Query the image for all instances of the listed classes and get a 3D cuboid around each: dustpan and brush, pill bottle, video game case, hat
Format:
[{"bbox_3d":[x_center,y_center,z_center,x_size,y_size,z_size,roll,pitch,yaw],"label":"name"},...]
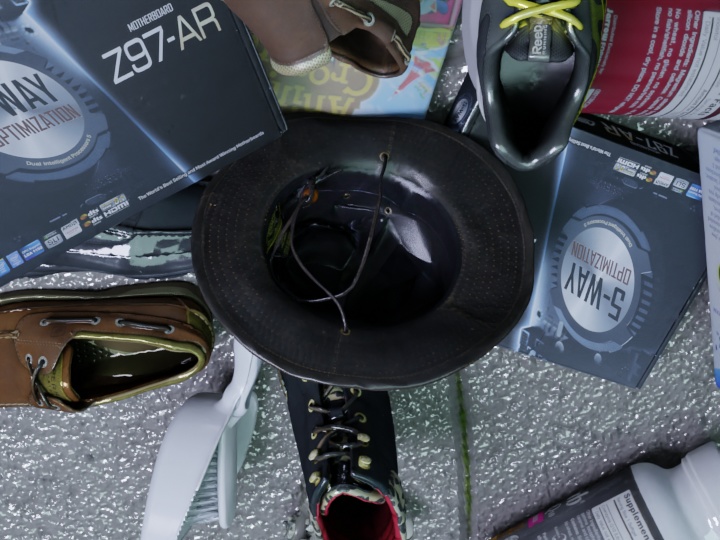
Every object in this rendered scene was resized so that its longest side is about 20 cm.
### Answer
[{"bbox_3d":[-0.092,0.105,0.859,0.057,0.140,0.201,11,115,13],"label":"dustpan and brush"},{"bbox_3d":[0.192,0.212,0.962,0.199,0.117,0.117,-30,118,10],"label":"pill bottle"},{"bbox_3d":[-0.044,-0.151,0.783,0.199,0.022,0.183,12,118,-13],"label":"video game case"},{"bbox_3d":[0.167,-0.144,0.753,0.199,0.113,0.113,1,120,-17],"label":"pill bottle"},{"bbox_3d":[0.000,0.000,0.787,0.199,0.201,0.081,0,150,-6],"label":"hat"}]

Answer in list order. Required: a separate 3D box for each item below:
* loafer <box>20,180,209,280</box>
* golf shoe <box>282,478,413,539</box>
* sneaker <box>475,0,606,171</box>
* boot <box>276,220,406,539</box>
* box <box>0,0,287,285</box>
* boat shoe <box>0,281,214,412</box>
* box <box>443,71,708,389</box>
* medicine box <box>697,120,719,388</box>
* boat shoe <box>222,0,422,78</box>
[{"bbox_3d":[-0.158,-0.036,0.808,0.199,0.068,0.071,-2,128,-1],"label":"loafer"},{"bbox_3d":[-0.028,0.247,0.984,0.097,0.078,0.201,17,118,-22],"label":"golf shoe"},{"bbox_3d":[0.091,-0.139,0.621,0.074,0.085,0.201,0,120,5],"label":"sneaker"},{"bbox_3d":[-0.016,0.077,0.839,0.073,0.154,0.204,-15,119,2],"label":"boot"},{"bbox_3d":[-0.157,-0.100,0.712,0.199,0.044,0.161,-29,130,-9],"label":"box"},{"bbox_3d":[-0.194,0.054,0.856,0.199,0.068,0.072,-14,120,2],"label":"boat shoe"},{"bbox_3d":[0.129,-0.022,0.863,0.199,0.044,0.161,18,115,-16],"label":"box"},{"bbox_3d":[0.320,-0.017,0.826,0.181,0.103,0.201,-22,121,-15],"label":"medicine box"},{"bbox_3d":[-0.029,-0.138,0.673,0.074,0.202,0.075,1,89,37],"label":"boat shoe"}]
